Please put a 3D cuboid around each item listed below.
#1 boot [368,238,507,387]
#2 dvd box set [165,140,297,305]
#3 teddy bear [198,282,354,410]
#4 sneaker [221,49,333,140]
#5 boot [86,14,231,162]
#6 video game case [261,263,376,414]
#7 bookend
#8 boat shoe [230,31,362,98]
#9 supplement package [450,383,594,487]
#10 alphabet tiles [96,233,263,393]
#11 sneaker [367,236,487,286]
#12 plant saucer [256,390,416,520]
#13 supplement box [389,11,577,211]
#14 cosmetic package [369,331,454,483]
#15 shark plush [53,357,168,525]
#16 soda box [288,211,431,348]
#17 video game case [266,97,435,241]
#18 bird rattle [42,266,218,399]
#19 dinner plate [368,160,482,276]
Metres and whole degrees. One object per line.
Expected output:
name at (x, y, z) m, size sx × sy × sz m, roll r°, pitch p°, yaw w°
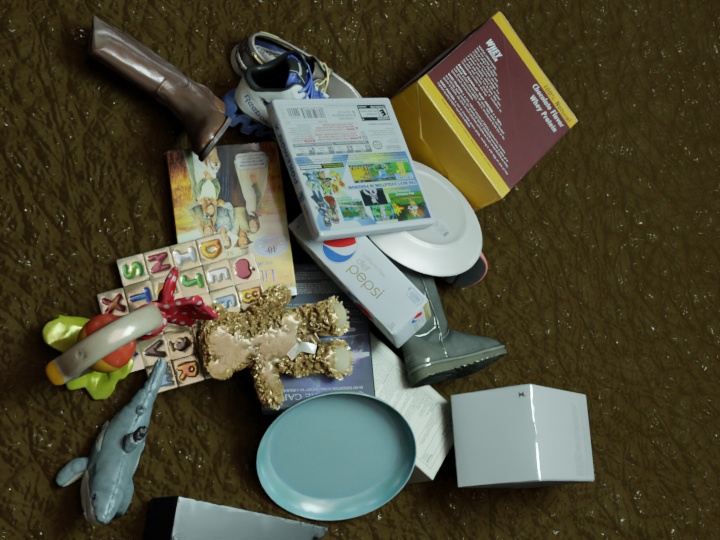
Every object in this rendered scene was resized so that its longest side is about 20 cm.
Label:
boot at (0.096, 0.043, 1.539) m, size 0.180 × 0.072 × 0.202 m, roll -4°, pitch 64°, yaw -43°
dvd box set at (-0.163, -0.057, 1.462) m, size 0.144 × 0.029 × 0.204 m, roll -6°, pitch 80°, yaw -11°
teddy bear at (-0.100, 0.087, 1.398) m, size 0.198 × 0.067 × 0.147 m, roll -20°, pitch 94°, yaw -21°
sneaker at (-0.075, -0.216, 1.507) m, size 0.196 × 0.115 × 0.082 m, roll 15°, pitch 55°, yaw -15°
boot at (-0.254, -0.225, 1.411) m, size 0.199 × 0.187 × 0.064 m, roll 37°, pitch 101°, yaw -21°
video game case at (-0.058, 0.082, 1.458) m, size 0.140 × 0.019 × 0.203 m, roll -1°, pitch 61°, yaw -7°
bookend at (-0.156, 0.379, 1.341) m, size 0.198 × 0.092 × 0.202 m, roll 17°, pitch 71°, yaw -27°
boat shoe at (-0.077, -0.260, 1.572) m, size 0.198 × 0.059 × 0.073 m, roll 25°, pitch 65°, yaw -23°
supplement package at (0.216, 0.223, 1.535) m, size 0.199 × 0.118 × 0.123 m, roll 18°, pitch 65°, yaw -58°
alphabet tiles at (-0.210, 0.051, 1.408) m, size 0.197 × 0.006 × 0.169 m, roll -15°, pitch 85°, yaw -14°
sneaker at (0.083, -0.047, 1.618) m, size 0.198 × 0.074 × 0.087 m, roll 27°, pitch 28°, yaw -10°
plant saucer at (-0.030, 0.223, 1.423) m, size 0.198 × 0.201 × 0.028 m, roll 26°, pitch 24°, yaw -22°
supplement box at (0.164, -0.218, 1.658) m, size 0.200 × 0.132 × 0.198 m, roll -43°, pitch 100°, yaw -31°
cosmetic package at (0.030, 0.174, 1.513) m, size 0.200 × 0.073 × 0.104 m, roll 44°, pitch 60°, yaw -14°
shark plush at (-0.259, 0.200, 1.331) m, size 0.091 × 0.083 × 0.201 m, roll 42°, pitch 60°, yaw -13°
soda box at (0.000, 0.000, 1.455) m, size 0.064 × 0.068 × 0.200 m, roll -41°, pitch 71°, yaw -7°
video game case at (-0.010, -0.131, 1.457) m, size 0.198 × 0.022 × 0.185 m, roll -8°, pitch 72°, yaw -42°
bird rattle at (-0.264, 0.079, 1.297) m, size 0.114 × 0.198 × 0.163 m, roll 67°, pitch 18°, yaw -4°
dinner plate at (0.079, -0.079, 1.539) m, size 0.197 × 0.024 × 0.202 m, roll 17°, pitch 48°, yaw -20°
